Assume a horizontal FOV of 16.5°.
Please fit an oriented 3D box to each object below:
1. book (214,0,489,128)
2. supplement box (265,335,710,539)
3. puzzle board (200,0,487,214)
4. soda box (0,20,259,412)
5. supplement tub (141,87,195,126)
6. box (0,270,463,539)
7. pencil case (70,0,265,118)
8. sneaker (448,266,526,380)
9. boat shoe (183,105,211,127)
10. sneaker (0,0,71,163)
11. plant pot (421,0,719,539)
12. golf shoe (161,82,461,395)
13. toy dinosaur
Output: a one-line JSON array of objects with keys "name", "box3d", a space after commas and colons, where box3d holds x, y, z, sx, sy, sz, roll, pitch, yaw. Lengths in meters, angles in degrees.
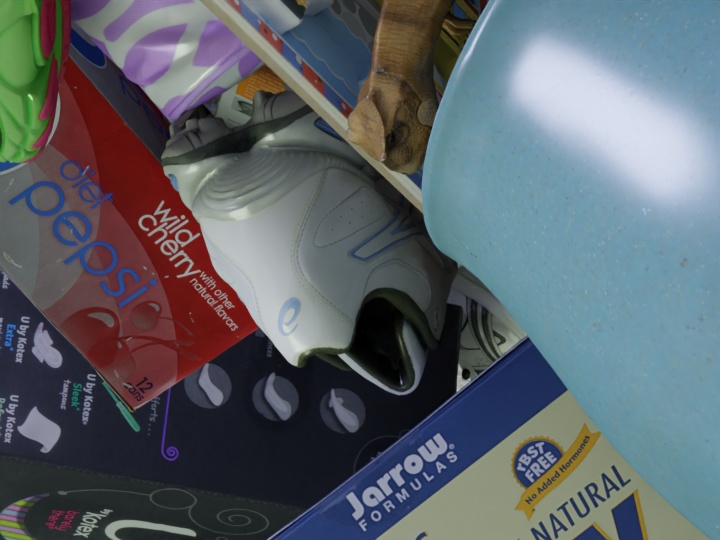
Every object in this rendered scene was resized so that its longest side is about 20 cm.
[{"name": "book", "box3d": [0.018, -0.065, 0.935, 0.133, 0.048, 0.200, 27, 164, -3]}, {"name": "supplement box", "box3d": [0.078, 0.141, 0.841, 0.200, 0.134, 0.200, 52, -177, 10]}, {"name": "puzzle board", "box3d": [-0.018, -0.111, 0.727, 0.017, 0.151, 0.200, -28, 130, 26]}, {"name": "soda box", "box3d": [-0.109, -0.047, 0.834, 0.200, 0.070, 0.063, 51, -172, -36]}, {"name": "supplement tub", "box3d": [-0.138, -0.087, 0.980, 0.132, 0.132, 0.200, 34, 163, -14]}, {"name": "box", "box3d": [-0.071, 0.064, 1.014, 0.200, 0.106, 0.122, 11, 153, -13]}, {"name": "pencil case", "box3d": [-0.087, -0.138, 0.762, 0.200, 0.084, 0.085, 47, 170, -7]}, {"name": "sneaker", "box3d": [0.074, 0.051, 1.065, 0.200, 0.088, 0.076, 32, -166, -2]}, {"name": "boat shoe", "box3d": [-0.078, -0.039, 1.098, 0.068, 0.072, 0.200, 31, 178, -15]}, {"name": "sneaker", "box3d": [-0.126, -0.098, 0.686, 0.084, 0.077, 0.200, 5, 143, -1]}, {"name": "plant pot", "box3d": [0.128, -0.017, 0.665, 0.188, 0.200, 0.200, 34, 166, 23]}, {"name": "golf shoe", "box3d": [0.000, 0.000, 0.847, 0.078, 0.097, 0.200, -24, 167, 21]}, {"name": "toy dinosaur", "box3d": [0.020, -0.129, 0.676, 0.106, 0.200, 0.060, -8, 178, -32]}]
